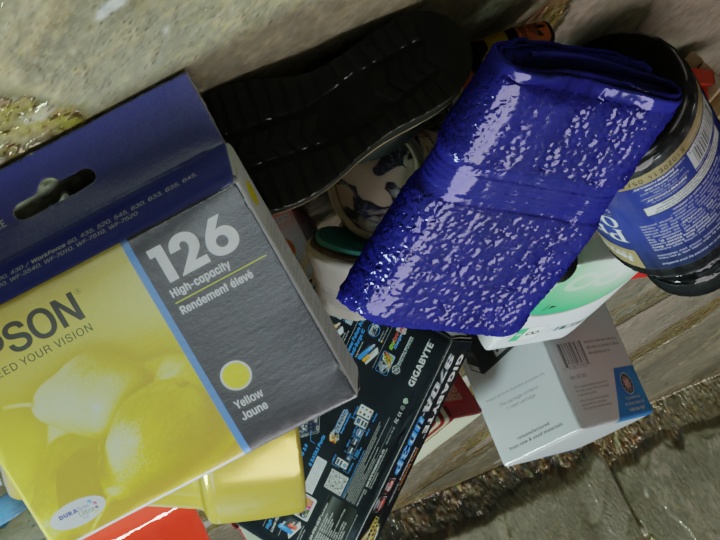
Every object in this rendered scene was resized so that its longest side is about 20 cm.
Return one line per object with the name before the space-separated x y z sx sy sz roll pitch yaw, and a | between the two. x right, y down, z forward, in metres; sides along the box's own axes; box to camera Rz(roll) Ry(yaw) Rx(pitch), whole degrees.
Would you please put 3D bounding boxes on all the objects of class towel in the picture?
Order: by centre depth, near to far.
towel | 0.084 -0.049 1.373 0.147 0.050 0.201 8 128 -37

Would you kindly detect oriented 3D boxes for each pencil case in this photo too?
pencil case | 0.054 -0.060 1.542 0.089 0.079 0.200 0 -178 30

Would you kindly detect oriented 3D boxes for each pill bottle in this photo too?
pill bottle | 0.202 -0.065 1.586 0.111 0.112 0.200 -27 143 10

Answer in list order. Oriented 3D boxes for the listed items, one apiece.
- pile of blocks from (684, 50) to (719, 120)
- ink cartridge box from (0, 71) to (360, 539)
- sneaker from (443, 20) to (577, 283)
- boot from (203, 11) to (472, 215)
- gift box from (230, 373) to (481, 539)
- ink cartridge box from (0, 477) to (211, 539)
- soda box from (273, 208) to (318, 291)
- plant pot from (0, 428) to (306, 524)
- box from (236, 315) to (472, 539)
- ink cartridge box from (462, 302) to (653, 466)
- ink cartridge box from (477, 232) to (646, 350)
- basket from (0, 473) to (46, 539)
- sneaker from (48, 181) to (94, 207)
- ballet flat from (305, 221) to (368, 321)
pile of blocks | 0.185 -0.091 1.676 0.199 0.083 0.062 -25 169 2
ink cartridge box | -0.130 0.026 1.264 0.197 0.201 0.047 -27 -158 8
sneaker | 0.117 -0.071 1.459 0.090 0.070 0.201 -26 132 5
boot | -0.032 -0.070 1.353 0.199 0.078 0.138 -22 173 -10
gift box | -0.052 0.100 1.811 0.187 0.185 0.200 -40 160 24
ink cartridge box | -0.210 0.177 1.739 0.162 0.201 0.057 -29 166 20
soda box | -0.111 0.032 1.630 0.199 0.069 0.064 -28 168 9
plant pot | -0.139 0.067 1.478 0.187 0.202 0.201 -8 167 -4
box | -0.032 0.101 1.670 0.201 0.158 0.046 -65 158 8
ink cartridge box | 0.142 0.047 1.908 0.084 0.201 0.144 -28 168 28
ink cartridge box | 0.203 -0.001 1.779 0.199 0.050 0.161 -6 158 -27
basket | -0.284 0.162 1.628 0.175 0.140 0.200 -28 -164 12
sneaker | -0.178 0.003 1.353 0.198 0.116 0.081 4 -174 17
ballet flat | 0.000 0.000 1.545 0.069 0.070 0.200 -27 -174 11
